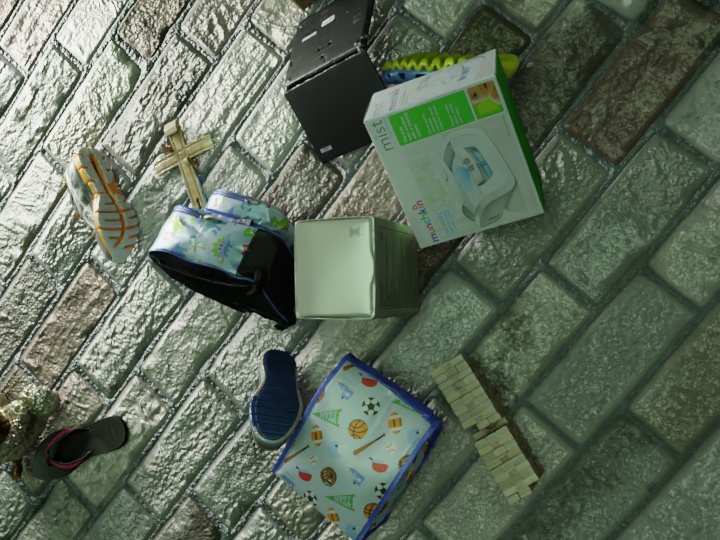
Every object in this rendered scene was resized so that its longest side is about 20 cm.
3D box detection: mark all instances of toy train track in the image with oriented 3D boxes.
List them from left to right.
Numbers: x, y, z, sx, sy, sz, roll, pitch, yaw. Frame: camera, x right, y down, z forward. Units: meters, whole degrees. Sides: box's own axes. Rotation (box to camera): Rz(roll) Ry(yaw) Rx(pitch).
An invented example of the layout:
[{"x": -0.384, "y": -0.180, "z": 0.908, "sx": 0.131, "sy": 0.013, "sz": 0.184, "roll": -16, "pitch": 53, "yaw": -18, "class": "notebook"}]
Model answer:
[{"x": -0.274, "y": -0.145, "z": 1.292, "sx": 0.114, "sy": 0.033, "sz": 0.201, "roll": -24, "pitch": 81, "yaw": 19, "class": "toy train track"}]

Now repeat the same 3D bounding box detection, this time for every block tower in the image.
[{"x": 0.174, "y": 0.208, "z": 1.100, "sx": 0.054, "sy": 0.058, "sz": 0.200, "roll": -34, "pitch": 79, "yaw": 17, "class": "block tower"}]

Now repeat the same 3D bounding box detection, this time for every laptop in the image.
[{"x": -0.017, "y": -0.286, "z": 1.172, "sx": 0.177, "sy": 0.103, "sz": 0.201, "roll": -15, "pitch": 57, "yaw": 44, "class": "laptop"}]

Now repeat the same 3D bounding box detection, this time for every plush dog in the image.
[{"x": -0.615, "y": 0.264, "z": 1.329, "sx": 0.199, "sy": 0.172, "sz": 0.161, "roll": -3, "pitch": 79, "yaw": 21, "class": "plush dog"}]

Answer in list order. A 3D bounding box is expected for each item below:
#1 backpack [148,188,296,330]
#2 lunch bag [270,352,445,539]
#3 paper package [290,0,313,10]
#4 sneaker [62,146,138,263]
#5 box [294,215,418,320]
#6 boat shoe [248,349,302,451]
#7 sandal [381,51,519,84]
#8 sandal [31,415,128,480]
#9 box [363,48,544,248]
[{"x": -0.186, "y": -0.027, "z": 1.182, "sx": 0.199, "sy": 0.183, "sz": 0.147, "roll": 15, "pitch": 71, "yaw": 22, "class": "backpack"}, {"x": 0.003, "y": 0.238, "z": 1.129, "sx": 0.170, "sy": 0.124, "sz": 0.200, "roll": 33, "pitch": 109, "yaw": 18, "class": "lunch bag"}, {"x": -0.082, "y": -0.524, "z": 1.191, "sx": 0.200, "sy": 0.103, "sz": 0.191, "roll": -39, "pitch": 76, "yaw": 15, "class": "paper package"}, {"x": -0.428, "y": -0.100, "z": 1.334, "sx": 0.077, "sy": 0.078, "sz": 0.201, "roll": -31, "pitch": 74, "yaw": 31, "class": "sneaker"}, {"x": 0.000, "y": 0.000, "z": 1.093, "sx": 0.109, "sy": 0.200, "sz": 0.128, "roll": -1, "pitch": 88, "yaw": 20, "class": "box"}, {"x": -0.121, "y": 0.196, "z": 1.156, "sx": 0.072, "sy": 0.200, "sz": 0.073, "roll": 14, "pitch": 117, "yaw": -6, "class": "boat shoe"}, {"x": 0.118, "y": -0.255, "z": 1.125, "sx": 0.199, "sy": 0.079, "sz": 0.087, "roll": 12, "pitch": 119, "yaw": 29, "class": "sandal"}, {"x": -0.476, "y": 0.292, "z": 1.351, "sx": 0.200, "sy": 0.045, "sz": 0.075, "roll": -25, "pitch": 80, "yaw": 18, "class": "sandal"}, {"x": 0.125, "y": -0.154, "z": 1.059, "sx": 0.176, "sy": 0.097, "sz": 0.200, "roll": -15, "pitch": 120, "yaw": 19, "class": "box"}]
